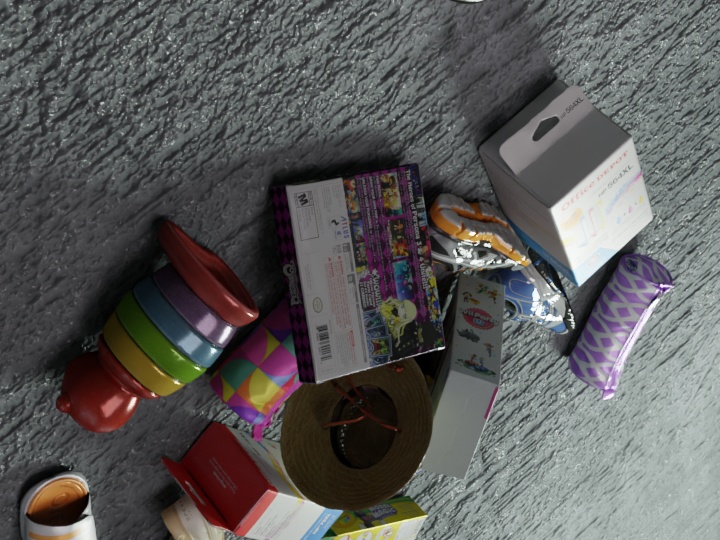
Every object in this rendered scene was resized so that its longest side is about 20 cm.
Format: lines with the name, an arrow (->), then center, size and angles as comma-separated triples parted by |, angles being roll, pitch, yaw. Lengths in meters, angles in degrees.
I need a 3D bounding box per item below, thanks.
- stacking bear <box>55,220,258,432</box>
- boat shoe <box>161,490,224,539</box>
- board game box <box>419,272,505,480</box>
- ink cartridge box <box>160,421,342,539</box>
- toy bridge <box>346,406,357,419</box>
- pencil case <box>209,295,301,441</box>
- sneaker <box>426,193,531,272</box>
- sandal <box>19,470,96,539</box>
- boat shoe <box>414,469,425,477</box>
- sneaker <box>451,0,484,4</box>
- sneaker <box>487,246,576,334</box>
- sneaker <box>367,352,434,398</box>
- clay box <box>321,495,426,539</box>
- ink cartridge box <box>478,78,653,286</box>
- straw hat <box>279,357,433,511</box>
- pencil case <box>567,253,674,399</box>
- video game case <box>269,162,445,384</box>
stacking bear -> -0.204, 0.072, 1.413 | 0.200, 0.114, 0.121 | -44, 146, 4
boat shoe -> -0.193, 0.320, 1.712 | 0.069, 0.074, 0.201 | -20, 140, -13
board game box -> 0.119, 0.121, 1.734 | 0.064, 0.201, 0.148 | 15, 124, -4
ink cartridge box -> -0.120, 0.241, 1.658 | 0.067, 0.116, 0.200 | -50, 146, 8
toy bridge -> 0.025, 0.179, 1.767 | 0.199, 0.027, 0.067 | 6, 157, -34
pencil case -> -0.071, 0.081, 1.580 | 0.200, 0.088, 0.088 | -49, 146, 3
sneaker -> 0.124, -0.032, 1.692 | 0.077, 0.079, 0.199 | -44, 145, 21
sandal -> -0.313, 0.296, 1.559 | 0.079, 0.059, 0.208 | -20, 138, -33
boat shoe -> 0.113, 0.202, 1.909 | 0.200, 0.072, 0.072 | -44, 147, -4
sneaker -> 0.080, -0.295, 1.365 | 0.074, 0.079, 0.200 | -52, 147, 5
sneaker -> 0.217, 0.031, 1.863 | 0.077, 0.076, 0.200 | -27, 147, 11
sneaker -> 0.050, 0.125, 1.745 | 0.070, 0.090, 0.201 | -32, 143, -20
clay box -> -0.013, 0.368, 1.964 | 0.199, 0.048, 0.115 | -2, 126, -45
ink cartridge box -> 0.233, -0.104, 1.679 | 0.128, 0.125, 0.200 | -42, 146, -6
straw hat -> 0.011, 0.182, 1.673 | 0.201, 0.201, 0.085 | -47, 148, 1
pencil case -> 0.359, 0.072, 2.029 | 0.084, 0.086, 0.201 | -6, 130, -41
video game case -> 0.000, 0.000, 1.519 | 0.180, 0.036, 0.202 | -13, 96, -39
